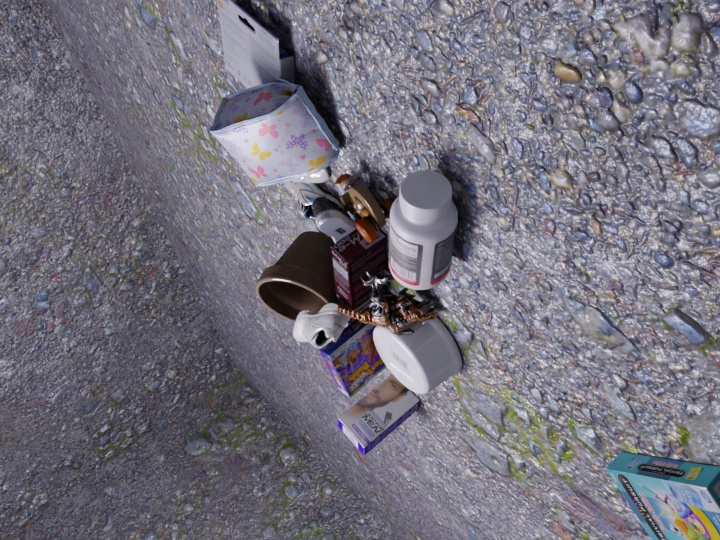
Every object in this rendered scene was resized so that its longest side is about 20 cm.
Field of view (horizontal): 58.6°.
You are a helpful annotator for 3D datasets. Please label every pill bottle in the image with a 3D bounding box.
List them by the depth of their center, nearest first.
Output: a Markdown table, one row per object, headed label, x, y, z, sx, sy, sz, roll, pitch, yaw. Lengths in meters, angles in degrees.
| label | x | y | z | sx | sy | sz | roll | pitch | yaw |
| --- | --- | --- | --- | --- | --- | --- | --- | --- | --- |
| pill bottle | 0.102 | -0.066 | 1.058 | 0.111 | 0.110 | 0.201 | 43 | 156 | 26 |

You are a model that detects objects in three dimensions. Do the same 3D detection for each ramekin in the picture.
| label | x | y | z | sx | sy | sz | roll | pitch | yaw |
| --- | --- | --- | --- | --- | --- | --- | --- | --- | --- |
| ramekin | 0.117 | 0.171 | 1.398 | 0.200 | 0.098 | 0.201 | 43 | 156 | 25 |

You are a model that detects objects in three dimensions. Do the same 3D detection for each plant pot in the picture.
| label | x | y | z | sx | sy | sz | roll | pitch | yaw |
| --- | --- | --- | --- | --- | --- | --- | --- | --- | --- |
| plant pot | -0.125 | 0.009 | 1.516 | 0.199 | 0.175 | 0.201 | 15 | 148 | 10 |

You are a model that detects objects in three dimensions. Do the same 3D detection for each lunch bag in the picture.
| label | x | y | z | sx | sy | sz | roll | pitch | yaw |
| --- | --- | --- | --- | --- | --- | --- | --- | --- | --- |
| lunch bag | -0.153 | -0.266 | 1.229 | 0.199 | 0.128 | 0.170 | -6 | 143 | 31 |

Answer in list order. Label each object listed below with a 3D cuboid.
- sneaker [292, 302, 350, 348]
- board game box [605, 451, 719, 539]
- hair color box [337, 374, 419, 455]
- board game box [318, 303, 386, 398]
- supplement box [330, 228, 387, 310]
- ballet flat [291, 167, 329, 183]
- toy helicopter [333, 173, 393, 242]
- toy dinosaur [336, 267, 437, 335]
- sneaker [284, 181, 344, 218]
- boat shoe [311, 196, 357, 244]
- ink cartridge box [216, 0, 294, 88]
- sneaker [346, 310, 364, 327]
| label | x | y | z | sx | sy | sz | roll | pitch | yaw |
| --- | --- | --- | --- | --- | --- | --- | --- | --- | --- |
| sneaker | -0.101 | 0.134 | 1.442 | 0.074 | 0.087 | 0.200 | 35 | 147 | -19 |
| board game box | 0.491 | 0.359 | 0.969 | 0.151 | 0.047 | 0.200 | 56 | 158 | -3 |
| hair color box | 0.049 | 0.381 | 1.708 | 0.109 | 0.200 | 0.065 | 42 | 154 | 27 |
| board game box | 0.014 | 0.178 | 1.481 | 0.045 | 0.200 | 0.135 | 22 | 143 | 51 |
| supplement box | 0.000 | 0.000 | 1.372 | 0.061 | 0.109 | 0.201 | 42 | 155 | 28 |
| ballet flat | -0.145 | -0.225 | 1.398 | 0.200 | 0.069 | 0.070 | 33 | 150 | 43 |
| toy helicopter | -0.008 | -0.135 | 1.245 | 0.133 | 0.079 | 0.200 | 53 | 172 | -16 |
| toy dinosaur | 0.052 | 0.069 | 1.301 | 0.102 | 0.198 | 0.137 | -129 | 30 | -76 |
| sneaker | -0.117 | -0.160 | 1.429 | 0.200 | 0.072 | 0.072 | 39 | 155 | 38 |
| boat shoe | -0.050 | -0.101 | 1.326 | 0.067 | 0.070 | 0.200 | 65 | -165 | 19 |
| ink cartridge box | -0.201 | -0.426 | 1.250 | 0.196 | 0.043 | 0.200 | 45 | 154 | 20 |
| sneaker | 0.000 | 0.168 | 1.664 | 0.095 | 0.079 | 0.201 | 24 | 143 | 56 |
